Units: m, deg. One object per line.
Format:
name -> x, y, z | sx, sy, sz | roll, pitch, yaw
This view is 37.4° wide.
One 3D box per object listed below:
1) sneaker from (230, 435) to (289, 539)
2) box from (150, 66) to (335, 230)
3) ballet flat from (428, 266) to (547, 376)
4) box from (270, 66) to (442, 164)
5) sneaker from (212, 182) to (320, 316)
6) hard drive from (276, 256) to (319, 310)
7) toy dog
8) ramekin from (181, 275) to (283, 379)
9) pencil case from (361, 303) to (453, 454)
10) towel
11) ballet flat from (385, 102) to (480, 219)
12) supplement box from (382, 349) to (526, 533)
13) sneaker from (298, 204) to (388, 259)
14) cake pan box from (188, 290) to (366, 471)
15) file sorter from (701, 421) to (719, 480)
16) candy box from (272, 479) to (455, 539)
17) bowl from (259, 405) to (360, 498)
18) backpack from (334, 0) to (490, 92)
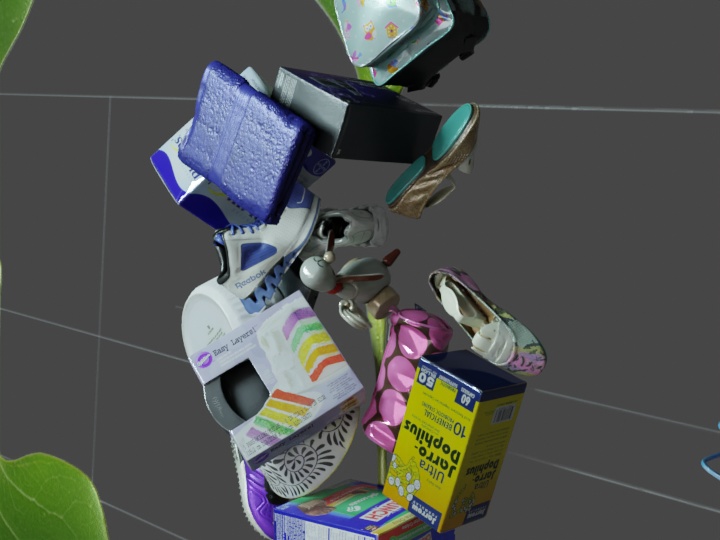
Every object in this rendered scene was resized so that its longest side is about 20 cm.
sneaker -> -0.139, 0.318, 1.662 | 0.099, 0.069, 0.203 | -28, 74, 36
box -> -0.167, -0.160, 1.549 | 0.199, 0.184, 0.105 | -40, 60, 8
ballet flat -> 0.156, 0.068, 1.388 | 0.200, 0.071, 0.070 | 47, 119, 30
box -> -0.007, -0.208, 1.438 | 0.141, 0.199, 0.080 | 36, 114, 34
sneaker -> -0.146, -0.047, 1.521 | 0.201, 0.114, 0.080 | -61, 22, -6
hard drive -> -0.133, 0.057, 1.643 | 0.140, 0.033, 0.202 | 46, 134, 30
toy dog -> 0.000, 0.000, 1.468 | 0.131, 0.200, 0.097 | 38, 100, 7
ramekin -> -0.194, 0.099, 1.631 | 0.201, 0.093, 0.206 | 20, 117, 46
pencil case -> 0.060, 0.152, 1.467 | 0.092, 0.091, 0.203 | 16, 103, 1
towel -> -0.149, -0.168, 1.395 | 0.199, 0.049, 0.149 | 37, 114, 32
ballet flat -> 0.113, -0.142, 1.429 | 0.200, 0.065, 0.071 | -45, 25, 37
supplement box -> 0.123, 0.221, 1.397 | 0.108, 0.109, 0.203 | 26, 109, 38
sneaker -> -0.053, -0.058, 1.565 | 0.198, 0.080, 0.076 | -12, 85, 44
cake pan box -> -0.120, 0.153, 1.483 | 0.185, 0.198, 0.053 | 55, 168, 28
file sorter -> 0.457, 0.142, 1.087 | 0.138, 0.122, 0.203 | 32, 112, 37
candy box -> 0.005, 0.356, 1.468 | 0.198, 0.168, 0.078 | 3, 98, 41
bowl -> -0.102, 0.219, 1.546 | 0.200, 0.094, 0.203 | -34, 37, 30
backpack -> 0.054, -0.364, 1.415 | 0.175, 0.152, 0.203 | -34, 63, 43
